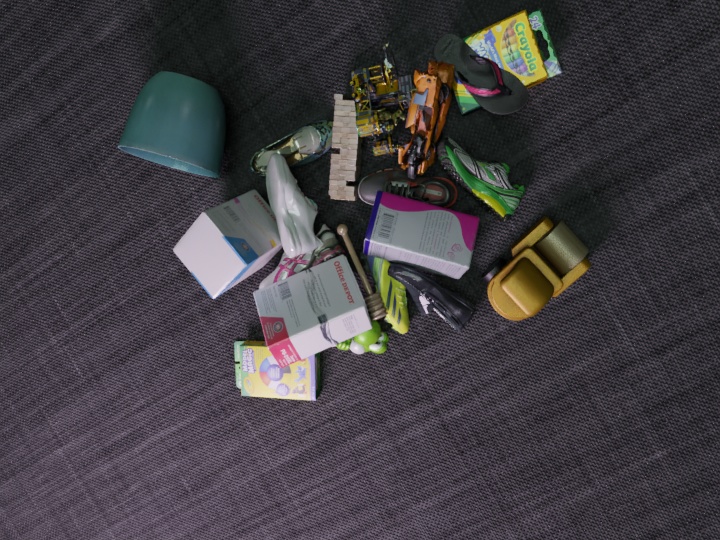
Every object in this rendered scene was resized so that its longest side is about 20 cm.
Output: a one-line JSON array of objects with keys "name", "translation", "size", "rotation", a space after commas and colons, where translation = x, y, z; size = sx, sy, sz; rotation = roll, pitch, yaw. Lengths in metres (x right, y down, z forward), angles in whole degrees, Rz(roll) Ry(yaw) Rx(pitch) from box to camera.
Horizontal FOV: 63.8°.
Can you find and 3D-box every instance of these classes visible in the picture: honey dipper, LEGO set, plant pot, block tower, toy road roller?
[{"name": "honey dipper", "translation": [0.000, 0.000, 1.139], "size": [0.038, 0.038, 0.202], "rotation": [-24, 84, 14]}, {"name": "LEGO set", "translation": [0.059, -0.300, 1.064], "size": [0.114, 0.200, 0.156], "rotation": [-8, 77, 13]}, {"name": "plant pot", "translation": [-0.356, -0.291, 1.144], "size": [0.198, 0.201, 0.163], "rotation": [15, 89, 9]}, {"name": "block tower", "translation": [-0.026, -0.241, 1.143], "size": [0.057, 0.054, 0.203], "rotation": [5, 104, 10]}, {"name": "toy road roller", "translation": [0.325, 0.007, 1.070], "size": [0.123, 0.146, 0.200], "rotation": [46, 104, 1]}]

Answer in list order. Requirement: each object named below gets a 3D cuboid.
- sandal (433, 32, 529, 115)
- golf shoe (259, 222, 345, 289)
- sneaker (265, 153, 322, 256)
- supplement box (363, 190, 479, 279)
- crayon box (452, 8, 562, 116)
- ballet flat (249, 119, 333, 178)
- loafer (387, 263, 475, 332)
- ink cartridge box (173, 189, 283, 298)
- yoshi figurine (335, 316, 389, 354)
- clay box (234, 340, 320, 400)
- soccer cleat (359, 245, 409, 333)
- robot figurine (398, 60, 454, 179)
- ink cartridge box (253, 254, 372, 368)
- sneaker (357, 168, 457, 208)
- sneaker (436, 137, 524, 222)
[{"name": "sandal", "translation": [0.212, -0.349, 1.036], "size": [0.199, 0.045, 0.075], "rotation": [39, 104, 3]}, {"name": "golf shoe", "translation": [-0.131, -0.018, 1.204], "size": [0.199, 0.073, 0.093], "rotation": [-32, 76, 7]}, {"name": "sneaker", "translation": [-0.128, -0.133, 1.143], "size": [0.087, 0.075, 0.203], "rotation": [-15, 94, -25]}, {"name": "supplement box", "translation": [0.113, -0.065, 1.099], "size": [0.197, 0.103, 0.103], "rotation": [15, 76, 3]}, {"name": "crayon box", "translation": [0.259, -0.387, 1.070], "size": [0.198, 0.052, 0.127], "rotation": [-21, 94, 13]}, {"name": "ballet flat", "translation": [-0.138, -0.242, 1.166], "size": [0.198, 0.074, 0.075], "rotation": [-27, 93, 14]}, {"name": "loafer", "translation": [0.134, 0.053, 1.136], "size": [0.199, 0.068, 0.071], "rotation": [31, 86, -12]}, {"name": "ink cartridge box", "translation": [-0.243, -0.060, 1.160], "size": [0.125, 0.200, 0.129], "rotation": [-40, 90, 32]}, {"name": "yoshi figurine", "translation": [-0.038, 0.117, 1.185], "size": [0.197, 0.112, 0.114], "rotation": [10, 94, 7]}, {"name": "clay box", "translation": [-0.187, 0.216, 1.259], "size": [0.197, 0.048, 0.117], "rotation": [0, 99, 11]}, {"name": "soccer cleat", "translation": [0.066, 0.030, 1.170], "size": [0.083, 0.065, 0.203], "rotation": [-21, 94, 11]}, {"name": "robot figurine", "translation": [0.119, -0.270, 1.057], "size": [0.058, 0.145, 0.202], "rotation": [23, 127, 17]}, {"name": "ink cartridge box", "translation": [-0.093, 0.077, 1.131], "size": [0.198, 0.085, 0.146], "rotation": [-23, 50, -2]}, {"name": "sneaker", "translation": [0.088, -0.159, 1.125], "size": [0.197, 0.082, 0.078], "rotation": [2, 99, 11]}, {"name": "sneaker", "translation": [0.226, -0.184, 1.095], "size": [0.199, 0.078, 0.086], "rotation": [38, 93, -17]}]
